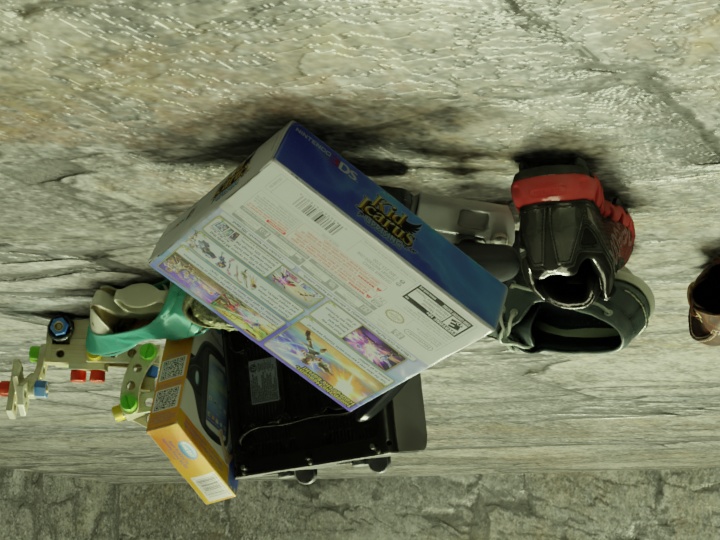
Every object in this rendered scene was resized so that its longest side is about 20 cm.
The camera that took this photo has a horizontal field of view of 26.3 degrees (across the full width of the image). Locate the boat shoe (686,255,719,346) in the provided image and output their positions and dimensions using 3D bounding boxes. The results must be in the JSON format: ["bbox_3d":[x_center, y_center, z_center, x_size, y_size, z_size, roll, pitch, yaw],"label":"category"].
[{"bbox_3d":[0.320,0.017,1.340,0.069,0.071,0.200,-3,160,-11],"label":"boat shoe"}]

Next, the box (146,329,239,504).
[{"bbox_3d":[-0.154,0.117,1.546,0.041,0.201,0.119,-15,131,21],"label":"box"}]

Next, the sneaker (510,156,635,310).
[{"bbox_3d":[0.162,-0.014,1.152,0.070,0.099,0.200,-5,167,20],"label":"sneaker"}]

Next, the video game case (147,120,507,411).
[{"bbox_3d":[-0.026,0.003,1.101,0.199,0.046,0.181,37,140,-17],"label":"video game case"}]

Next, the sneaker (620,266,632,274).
[{"bbox_3d":[0.152,0.015,1.349,0.198,0.076,0.105,7,160,-19],"label":"sneaker"}]

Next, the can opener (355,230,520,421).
[{"bbox_3d":[0.051,0.034,1.228,0.200,0.063,0.079,-44,165,1],"label":"can opener"}]

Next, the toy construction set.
[{"bbox_3d":[-0.296,0.116,1.698,0.197,0.133,0.092,4,167,-13],"label":"toy construction set"}]

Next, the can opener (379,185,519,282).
[{"bbox_3d":[0.020,-0.029,1.128,0.197,0.054,0.067,7,-152,-6],"label":"can opener"}]

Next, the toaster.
[{"bbox_3d":[-0.040,0.106,1.535,0.179,0.203,0.118,-12,166,20],"label":"toaster"}]

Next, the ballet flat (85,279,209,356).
[{"bbox_3d":[-0.227,0.038,1.536,0.199,0.068,0.070,-11,138,44],"label":"ballet flat"}]

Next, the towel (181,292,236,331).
[{"bbox_3d":[-0.052,0.019,1.330,0.197,0.037,0.149,5,-162,-5],"label":"towel"}]

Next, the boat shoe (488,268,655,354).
[{"bbox_3d":[0.138,0.033,1.262,0.198,0.062,0.073,3,126,27],"label":"boat shoe"}]
